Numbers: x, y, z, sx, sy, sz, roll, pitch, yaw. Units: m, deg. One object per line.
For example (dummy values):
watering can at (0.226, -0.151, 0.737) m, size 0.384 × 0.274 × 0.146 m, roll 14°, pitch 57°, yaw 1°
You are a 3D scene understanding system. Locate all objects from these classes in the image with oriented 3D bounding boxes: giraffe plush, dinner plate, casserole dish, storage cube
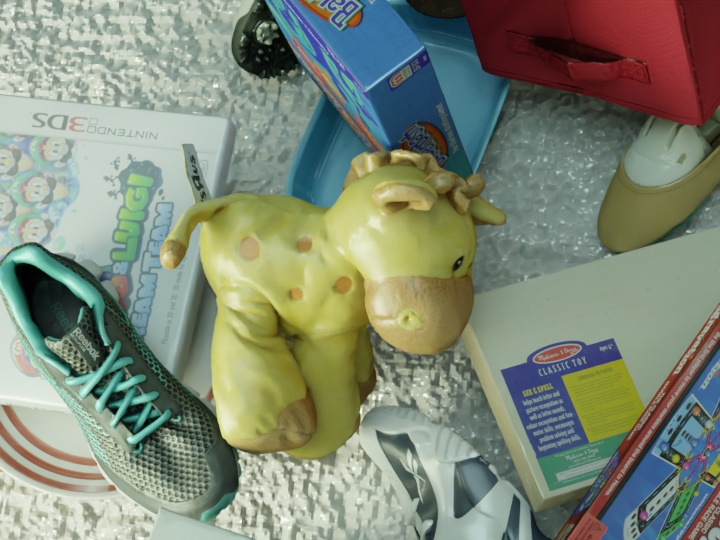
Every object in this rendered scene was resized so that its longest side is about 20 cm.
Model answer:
giraffe plush at (0.000, 0.000, 0.928) m, size 0.162 × 0.173 × 0.200 m, roll -15°, pitch 109°, yaw 22°
dinner plate at (-0.157, 0.046, 1.006) m, size 0.200 × 0.024 × 0.200 m, roll -3°, pitch 71°, yaw 9°
casserole dish at (0.030, -0.091, 1.075) m, size 0.121 × 0.039 × 0.200 m, roll 18°, pitch 74°, yaw 18°
storage cube at (0.164, -0.226, 0.977) m, size 0.171 × 0.180 × 0.200 m, roll 20°, pitch 59°, yaw 36°

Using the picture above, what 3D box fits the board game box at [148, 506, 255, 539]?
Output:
board game box at (-0.081, 0.228, 0.895) m, size 0.064 × 0.200 × 0.148 m, roll 15°, pitch 74°, yaw 17°

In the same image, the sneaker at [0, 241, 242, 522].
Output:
sneaker at (-0.146, 0.061, 0.912) m, size 0.078 × 0.091 × 0.200 m, roll -42°, pitch 71°, yaw -5°

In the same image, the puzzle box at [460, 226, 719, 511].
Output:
puzzle box at (0.170, 0.053, 0.963) m, size 0.200 × 0.025 × 0.133 m, roll -15°, pitch 67°, yaw -15°

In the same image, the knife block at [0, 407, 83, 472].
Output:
knife block at (-0.192, 0.036, 1.065) m, size 0.200 × 0.064 × 0.176 m, roll -9°, pitch 68°, yaw 10°

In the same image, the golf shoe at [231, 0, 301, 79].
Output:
golf shoe at (-0.043, -0.223, 1.132) m, size 0.088 × 0.077 × 0.200 m, roll 17°, pitch 71°, yaw 39°

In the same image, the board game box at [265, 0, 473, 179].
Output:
board game box at (-0.003, -0.128, 0.968) m, size 0.045 × 0.200 × 0.152 m, roll -37°, pitch 66°, yaw -1°

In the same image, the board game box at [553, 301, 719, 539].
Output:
board game box at (0.201, 0.113, 0.918) m, size 0.103 × 0.019 × 0.200 m, roll 39°, pitch 80°, yaw -12°

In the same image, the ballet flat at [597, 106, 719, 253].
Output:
ballet flat at (0.216, -0.097, 1.019) m, size 0.200 × 0.063 × 0.069 m, roll -45°, pitch 46°, yaw -8°

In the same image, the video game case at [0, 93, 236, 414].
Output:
video game case at (-0.184, -0.011, 1.006) m, size 0.182 × 0.024 × 0.200 m, roll 7°, pitch 72°, yaw 12°

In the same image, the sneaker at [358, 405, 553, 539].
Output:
sneaker at (0.046, 0.180, 0.949) m, size 0.199 × 0.080 × 0.130 m, roll 42°, pitch 75°, yaw 12°

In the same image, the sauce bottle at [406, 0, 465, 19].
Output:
sauce bottle at (0.064, -0.261, 1.100) m, size 0.066 × 0.066 × 0.200 m, roll -1°, pitch 52°, yaw 12°
